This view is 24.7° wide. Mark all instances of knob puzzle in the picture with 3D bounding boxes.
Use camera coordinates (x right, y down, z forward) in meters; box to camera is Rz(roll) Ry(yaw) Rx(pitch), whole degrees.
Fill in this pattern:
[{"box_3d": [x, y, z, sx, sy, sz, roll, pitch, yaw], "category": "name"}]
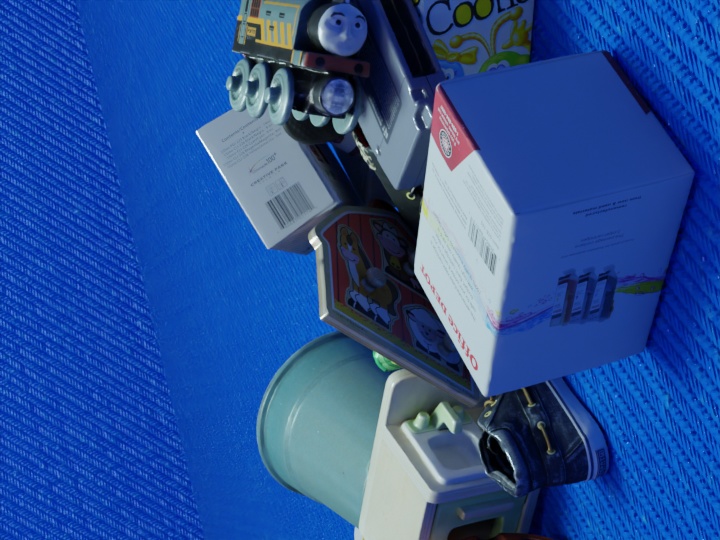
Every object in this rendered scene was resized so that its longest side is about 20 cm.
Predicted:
[{"box_3d": [0.038, 0.008, 1.472, 0.030, 0.219, 0.220, -43, 54, 29], "category": "knob puzzle"}]

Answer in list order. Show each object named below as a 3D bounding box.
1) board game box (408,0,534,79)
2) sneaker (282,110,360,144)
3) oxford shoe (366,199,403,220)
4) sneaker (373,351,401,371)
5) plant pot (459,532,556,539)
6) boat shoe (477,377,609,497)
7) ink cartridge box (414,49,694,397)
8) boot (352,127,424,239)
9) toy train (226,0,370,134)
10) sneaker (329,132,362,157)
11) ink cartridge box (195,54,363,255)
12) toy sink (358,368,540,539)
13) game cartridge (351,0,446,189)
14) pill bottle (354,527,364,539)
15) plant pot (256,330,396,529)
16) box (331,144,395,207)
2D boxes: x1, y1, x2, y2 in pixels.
[{"box_3d": [0.076, -0.209, 1.363, 0.103, 0.105, 0.200, -122, 24, -46], "category": "board game box"}, {"box_3d": [0.003, -0.197, 1.492, 0.067, 0.201, 0.108, 47, -178, -24], "category": "sneaker"}, {"box_3d": [0.000, 0.000, 1.546, 0.071, 0.073, 0.200, 44, -158, -4], "category": "oxford shoe"}, {"box_3d": [0.045, 0.028, 1.585, 0.074, 0.084, 0.200, 55, -157, -19], "category": "sneaker"}, {"box_3d": [0.135, 0.355, 1.483, 0.201, 0.200, 0.196, -143, 51, -65], "category": "plant pot"}, {"box_3d": [0.134, 0.121, 1.449, 0.200, 0.091, 0.071, -127, 29, -54], "category": "boat shoe"}, {"box_3d": [0.137, -0.033, 1.227, 0.200, 0.144, 0.145, 96, 154, -47], "category": "ink cartridge box"}, {"box_3d": [0.068, -0.056, 1.458, 0.154, 0.073, 0.204, 51, -175, -35], "category": "boot"}, {"box_3d": [-0.051, -0.178, 1.351, 0.200, 0.085, 0.114, -153, 71, -65], "category": "toy train"}, {"box_3d": [0.014, -0.192, 1.576, 0.075, 0.090, 0.200, -35, 27, 56], "category": "sneaker"}, {"box_3d": [-0.081, -0.111, 1.587, 0.176, 0.084, 0.200, 58, -174, 6], "category": "ink cartridge box"}, {"box_3d": [0.091, 0.196, 1.551, 0.112, 0.130, 0.200, 52, 141, 45], "category": "toy sink"}, {"box_3d": [0.017, -0.174, 1.341, 0.133, 0.041, 0.200, 105, 147, -64], "category": "game cartridge"}, {"box_3d": [0.062, 0.314, 1.797, 0.200, 0.111, 0.111, -155, 54, -69], "category": "pill bottle"}, {"box_3d": [0.021, 0.187, 1.724, 0.196, 0.200, 0.200, 33, 135, 56], "category": "plant pot"}, {"box_3d": [0.008, -0.164, 1.665, 0.095, 0.078, 0.200, 96, 155, -49], "category": "box"}]
